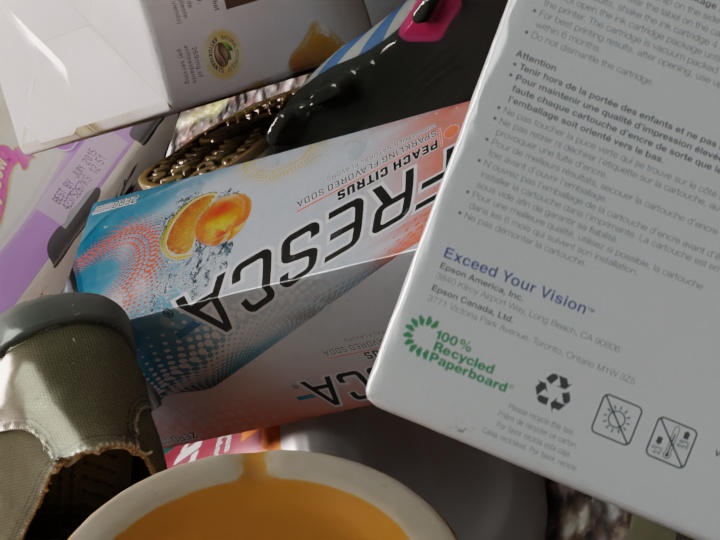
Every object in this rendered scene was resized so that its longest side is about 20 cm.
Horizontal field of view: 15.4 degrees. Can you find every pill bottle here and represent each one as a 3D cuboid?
[{"bbox_3d":[-0.033,0.108,0.986,0.200,0.113,0.113,-37,46,42],"label":"pill bottle"}]

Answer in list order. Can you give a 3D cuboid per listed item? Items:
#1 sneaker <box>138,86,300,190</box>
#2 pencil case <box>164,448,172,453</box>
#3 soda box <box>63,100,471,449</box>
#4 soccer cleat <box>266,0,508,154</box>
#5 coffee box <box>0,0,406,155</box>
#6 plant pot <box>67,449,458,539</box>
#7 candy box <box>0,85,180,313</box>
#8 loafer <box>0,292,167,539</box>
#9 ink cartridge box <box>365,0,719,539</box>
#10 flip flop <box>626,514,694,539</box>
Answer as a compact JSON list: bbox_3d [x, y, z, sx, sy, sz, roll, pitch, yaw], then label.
[{"bbox_3d":[-0.026,-0.017,1.037,0.067,0.200,0.090,-13,101,20],"label":"sneaker"},{"bbox_3d":[-0.106,0.079,1.138,0.200,0.085,0.092,-62,14,15],"label":"pencil case"},{"bbox_3d":[0.000,0.000,0.866,0.199,0.068,0.064,-14,43,30],"label":"soda box"},{"bbox_3d":[0.051,-0.081,0.918,0.200,0.086,0.070,-27,93,40],"label":"soccer cleat"},{"bbox_3d":[-0.031,-0.113,1.010,0.114,0.200,0.080,-9,99,55],"label":"coffee box"},{"bbox_3d":[-0.024,0.162,0.798,0.200,0.199,0.184,-116,15,-48],"label":"plant pot"},{"bbox_3d":[-0.157,0.011,1.140,0.168,0.071,0.200,-58,-5,-41],"label":"candy box"},{"bbox_3d":[-0.096,0.101,0.880,0.070,0.075,0.201,-117,20,-46],"label":"loafer"},{"bbox_3d":[0.125,-0.019,0.743,0.043,0.196,0.201,-29,-39,-74],"label":"ink cartridge box"},{"bbox_3d":[0.110,0.020,0.860,0.081,0.057,0.201,-19,50,52],"label":"flip flop"}]
